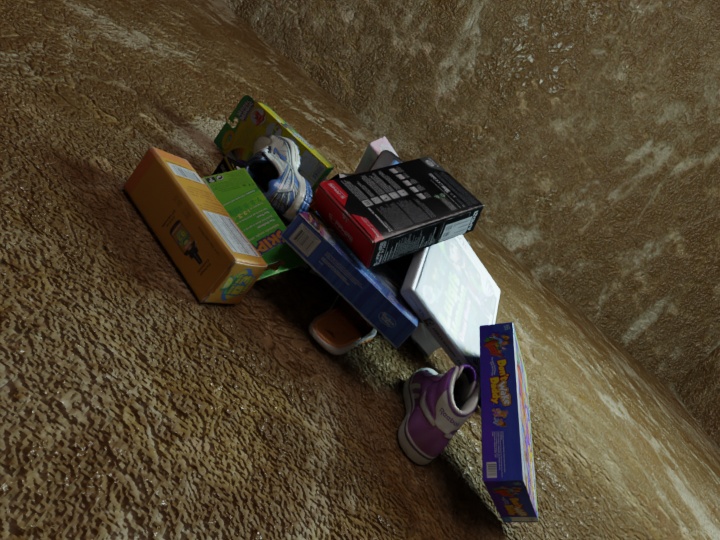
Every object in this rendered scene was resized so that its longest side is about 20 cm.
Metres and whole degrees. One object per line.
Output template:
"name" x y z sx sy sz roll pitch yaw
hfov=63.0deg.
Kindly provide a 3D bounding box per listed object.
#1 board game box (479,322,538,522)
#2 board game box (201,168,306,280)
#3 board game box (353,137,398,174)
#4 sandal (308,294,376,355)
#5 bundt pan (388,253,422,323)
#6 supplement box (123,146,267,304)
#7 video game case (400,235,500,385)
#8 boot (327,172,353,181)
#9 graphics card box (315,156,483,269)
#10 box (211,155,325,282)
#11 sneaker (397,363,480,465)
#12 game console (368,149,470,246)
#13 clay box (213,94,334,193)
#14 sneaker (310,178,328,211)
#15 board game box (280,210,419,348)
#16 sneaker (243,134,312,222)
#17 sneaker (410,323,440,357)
"board game box" 0.184 0.188 0.733 0.135 0.044 0.202 62 27 -46
"board game box" -0.155 -0.059 0.776 0.094 0.030 0.201 -19 52 -28
"board game box" 0.057 -0.125 1.166 0.200 0.043 0.200 57 -24 8
"sandal" -0.006 0.063 0.827 0.079 0.059 0.207 43 17 5
"bundt pan" 0.066 -0.015 0.933 0.202 0.202 0.076 42 57 4
"supplement box" -0.196 -0.053 0.689 0.201 0.067 0.069 51 17 25
"video game case" 0.135 0.030 0.823 0.182 0.023 0.201 51 37 -22
"boot" 0.022 -0.078 1.109 0.164 0.065 0.203 11 55 -59
"graphics card box" 0.053 -0.084 0.784 0.198 0.051 0.126 -21 54 -33
"box" -0.134 -0.081 0.920 0.159 0.049 0.201 21 27 -45
"sneaker" 0.113 0.159 0.764 0.072 0.115 0.201 37 16 -5
"game console" 0.105 -0.125 0.989 0.199 0.120 0.172 35 -9 -6
"clay box" -0.158 -0.209 1.062 0.200 0.115 0.048 43 17 4
"sneaker" -0.085 -0.142 1.123 0.198 0.078 0.113 28 26 -23
"board game box" 0.000 0.000 0.804 0.200 0.043 0.199 44 11 1
"sneaker" -0.138 -0.159 0.897 0.085 0.077 0.201 22 26 -39
"sneaker" 0.123 0.056 1.018 0.075 0.086 0.202 49 22 -41
